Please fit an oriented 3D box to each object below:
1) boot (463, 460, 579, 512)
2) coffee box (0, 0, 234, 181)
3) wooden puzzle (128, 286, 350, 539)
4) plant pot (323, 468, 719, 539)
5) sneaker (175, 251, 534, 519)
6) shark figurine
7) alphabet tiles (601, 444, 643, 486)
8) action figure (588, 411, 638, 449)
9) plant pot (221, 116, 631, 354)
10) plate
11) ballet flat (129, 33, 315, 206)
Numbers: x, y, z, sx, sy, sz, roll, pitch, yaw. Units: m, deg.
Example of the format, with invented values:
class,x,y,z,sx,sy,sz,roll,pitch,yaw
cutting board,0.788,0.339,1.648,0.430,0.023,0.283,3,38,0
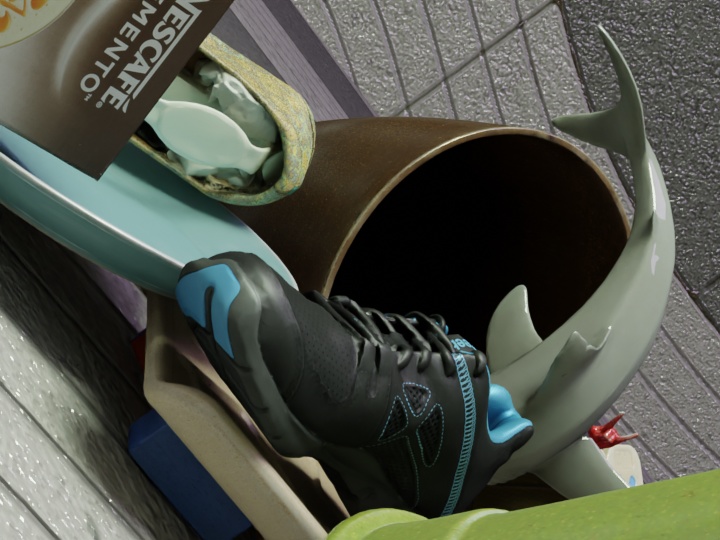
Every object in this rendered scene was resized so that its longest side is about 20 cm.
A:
class,x,y,z,sx,sy,sz,roll,pitch,yaw
boot,0.080,0.162,0.989,0.155,0.072,0.200,39,45,-72
coffee box,-0.141,-0.131,0.750,0.200,0.114,0.080,31,10,-48
wooden puzzle,-0.037,0.092,0.859,0.185,0.046,0.200,53,2,-17
plant pot,0.111,0.146,0.717,0.200,0.190,0.200,42,35,-39
sneaker,-0.001,0.037,0.803,0.073,0.082,0.200,55,3,35
shark figurine,0.094,0.016,0.902,0.128,0.215,0.090,29,-7,16
alphabet tiles,0.139,0.191,1.182,0.200,0.015,0.196,10,71,-54
action figure,0.121,0.151,1.074,0.200,0.099,0.065,52,48,-9
plant pot,0.000,0.000,1.057,0.200,0.187,0.187,25,-20,51
plate,-0.113,-0.036,0.854,0.200,0.026,0.200,33,9,-6
ballet flat,-0.104,-0.091,0.906,0.200,0.071,0.071,33,13,-16
